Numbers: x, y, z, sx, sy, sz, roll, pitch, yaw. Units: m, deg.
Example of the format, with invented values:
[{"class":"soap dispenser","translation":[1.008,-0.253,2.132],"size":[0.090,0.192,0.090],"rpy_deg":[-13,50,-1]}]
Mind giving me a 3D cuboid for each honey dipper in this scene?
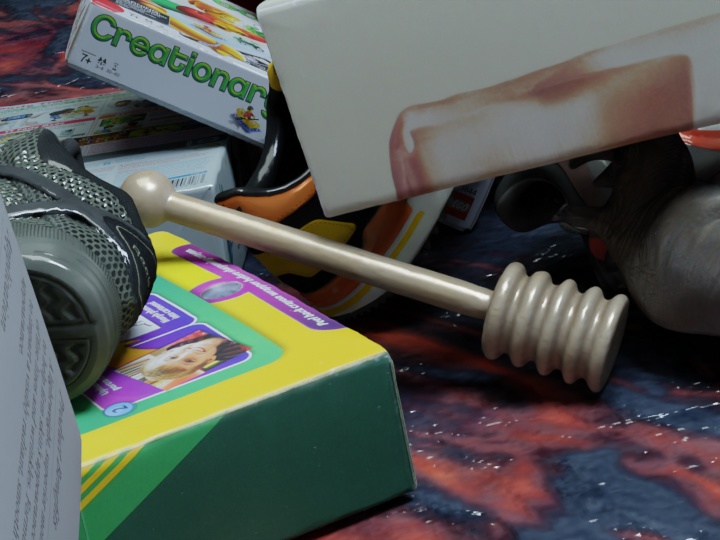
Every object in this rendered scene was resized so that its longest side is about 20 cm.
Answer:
[{"class":"honey dipper","translation":[0.000,0.000,0.853],"size":[0.199,0.038,0.038],"rpy_deg":[16,26,13]}]

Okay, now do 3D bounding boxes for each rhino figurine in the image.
[{"class":"rhino figurine","translation":[0.139,-0.013,0.823],"size":[0.200,0.060,0.088],"rpy_deg":[28,87,48]}]

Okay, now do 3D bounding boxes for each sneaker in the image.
[{"class":"sneaker","translation":[-0.163,0.000,0.815],"size":[0.199,0.076,0.114],"rpy_deg":[-2,20,18]},{"class":"sneaker","translation":[0.008,-0.081,0.970],"size":[0.070,0.090,0.200],"rpy_deg":[-14,44,53]},{"class":"sneaker","translation":[0.135,-0.014,0.908],"size":[0.200,0.077,0.082],"rpy_deg":[22,69,46]}]

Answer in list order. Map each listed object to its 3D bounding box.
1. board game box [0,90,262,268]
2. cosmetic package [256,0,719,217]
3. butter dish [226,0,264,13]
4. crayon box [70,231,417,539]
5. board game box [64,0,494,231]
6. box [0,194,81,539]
[{"class":"board game box","translation":[-0.126,-0.031,1.078],"size":[0.147,0.064,0.200],"rpy_deg":[-8,20,5]},{"class":"cosmetic package","translation":[0.077,-0.092,0.842],"size":[0.199,0.087,0.103],"rpy_deg":[-12,14,24]},{"class":"butter dish","translation":[0.027,-0.184,1.099],"size":[0.200,0.200,0.148],"rpy_deg":[25,8,-23]},{"class":"crayon box","translation":[-0.104,0.056,0.822],"size":[0.172,0.058,0.200],"rpy_deg":[-20,22,-22]},{"class":"board game box","translation":[-0.038,-0.087,1.073],"size":[0.200,0.035,0.126],"rpy_deg":[22,16,-11]},{"class":"box","translation":[-0.185,0.081,0.603],"size":[0.199,0.131,0.199],"rpy_deg":[-10,38,4]}]
